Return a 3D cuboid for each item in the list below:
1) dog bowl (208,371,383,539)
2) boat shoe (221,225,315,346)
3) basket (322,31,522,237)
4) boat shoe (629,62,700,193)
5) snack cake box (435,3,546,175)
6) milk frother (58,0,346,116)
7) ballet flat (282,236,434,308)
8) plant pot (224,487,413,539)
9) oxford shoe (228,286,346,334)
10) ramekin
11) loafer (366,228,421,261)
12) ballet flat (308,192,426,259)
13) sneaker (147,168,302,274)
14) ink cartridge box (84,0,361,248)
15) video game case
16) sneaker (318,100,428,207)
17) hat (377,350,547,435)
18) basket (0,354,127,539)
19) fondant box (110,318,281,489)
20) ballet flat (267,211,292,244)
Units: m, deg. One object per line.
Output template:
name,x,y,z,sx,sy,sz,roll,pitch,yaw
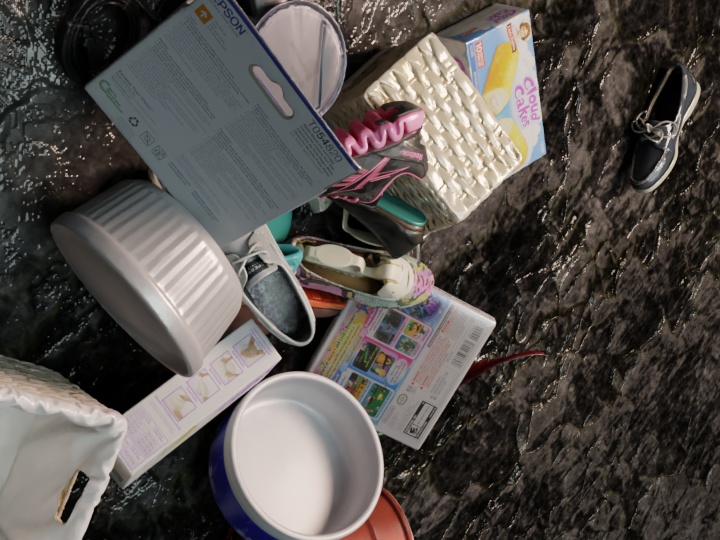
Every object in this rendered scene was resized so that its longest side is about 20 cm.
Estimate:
dog bowl,-0.075,0.226,1.227,0.198,0.079,0.203,15,58,-25
boat shoe,-0.105,-0.005,1.062,0.070,0.071,0.202,-37,114,-6
basket,0.070,-0.154,1.196,0.135,0.123,0.201,-43,103,-18
boat shoe,0.452,-0.215,1.573,0.062,0.074,0.202,33,84,-44
snack cake box,0.168,-0.223,1.337,0.114,0.067,0.202,-31,125,-26
milk frother,-0.154,-0.208,0.990,0.200,0.187,0.181,-45,129,-17
ballet flat,0.000,0.000,1.205,0.197,0.071,0.070,12,74,-15
plant pot,-0.061,0.378,1.311,0.193,0.200,0.204,2,106,-32
oxford shoe,-0.107,0.040,1.220,0.198,0.071,0.073,6,121,-35
ramekin,-0.202,0.001,1.027,0.094,0.201,0.204,-44,129,-21
loafer,0.032,-0.048,1.299,0.070,0.073,0.203,-1,103,-29
ballet flat,-0.018,-0.082,1.183,0.069,0.199,0.068,-57,170,30
sneaker,-0.144,-0.053,1.111,0.080,0.078,0.200,-43,118,10
ink cartridge box,-0.118,-0.135,0.925,0.200,0.199,0.041,52,40,-18
video game case,0.043,0.105,1.302,0.180,0.024,0.201,27,106,-12
sneaker,-0.016,-0.099,1.088,0.198,0.079,0.096,-22,120,-4
hat,0.093,0.154,1.346,0.165,0.175,0.202,20,94,-43
basket,-0.363,0.184,0.988,0.199,0.160,0.200,22,93,-42
fondant box,-0.189,0.146,1.131,0.199,0.144,0.058,-39,87,-23
ballet flat,-0.118,-0.107,1.143,0.069,0.063,0.201,-47,151,-30
